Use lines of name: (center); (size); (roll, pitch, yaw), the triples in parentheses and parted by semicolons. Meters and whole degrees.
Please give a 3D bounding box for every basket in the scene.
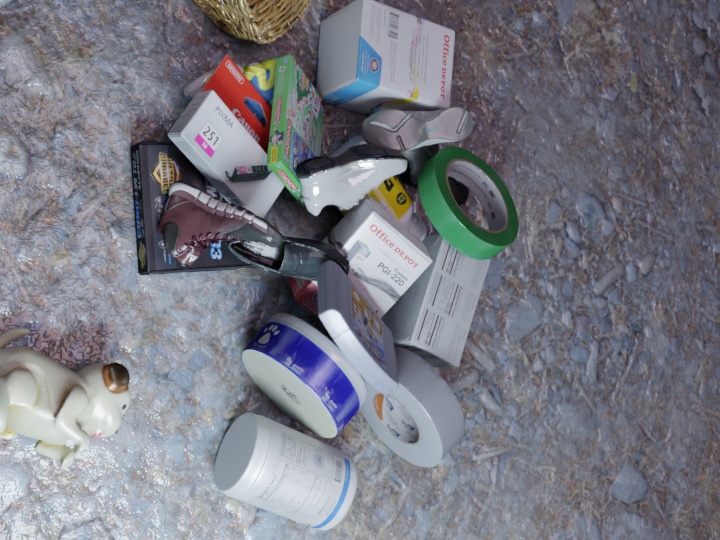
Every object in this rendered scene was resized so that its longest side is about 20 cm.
basket: (-0.174, -0.482, 1.588); (0.201, 0.147, 0.144); (-56, 146, -24)

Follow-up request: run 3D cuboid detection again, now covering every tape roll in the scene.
tape roll: (0.080, 0.228, 1.602); (0.066, 0.199, 0.202); (-37, 105, -31)
tape roll: (0.188, -0.117, 1.657); (0.198, 0.048, 0.203); (26, 44, -28)

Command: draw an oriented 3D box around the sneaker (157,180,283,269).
sneaker: (-0.215, -0.045, 1.420); (0.117, 0.198, 0.076); (-64, 160, -6)

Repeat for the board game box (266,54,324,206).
board game box: (-0.103, -0.226, 1.555); (0.135, 0.029, 0.203); (48, 40, -55)

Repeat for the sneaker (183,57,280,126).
sneaker: (-0.186, -0.279, 1.552); (0.198, 0.075, 0.107); (-22, 98, -34)

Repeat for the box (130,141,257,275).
box: (-0.256, -0.098, 1.505); (0.196, 0.049, 0.204); (-3, 87, -33)

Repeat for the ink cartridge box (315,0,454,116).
ink cartridge box: (0.043, -0.357, 1.667); (0.197, 0.145, 0.150); (11, 79, -32)

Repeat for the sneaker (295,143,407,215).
sneaker: (-0.013, -0.148, 1.542); (0.197, 0.074, 0.088); (-16, 120, -23)

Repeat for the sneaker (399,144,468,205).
sneaker: (0.123, -0.182, 1.754); (0.091, 0.076, 0.200); (-45, 121, 0)

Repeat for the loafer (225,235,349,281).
loafer: (-0.113, -0.019, 1.485); (0.197, 0.071, 0.069); (17, 112, -7)

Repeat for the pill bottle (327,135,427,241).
pill bottle: (0.022, -0.120, 1.650); (0.115, 0.114, 0.201); (-48, 111, -27)

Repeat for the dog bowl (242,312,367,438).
dog bowl: (-0.088, 0.165, 1.497); (0.079, 0.199, 0.201); (-48, 110, -25)

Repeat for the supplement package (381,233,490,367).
supplement package: (0.115, 0.056, 1.668); (0.110, 0.155, 0.203); (28, 70, -25)

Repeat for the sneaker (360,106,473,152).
sneaker: (0.090, -0.238, 1.632); (0.197, 0.080, 0.072); (-5, 94, -19)

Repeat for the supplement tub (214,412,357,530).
supplement tub: (-0.115, 0.317, 1.506); (0.198, 0.131, 0.134); (28, 71, -27)

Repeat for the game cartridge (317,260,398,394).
game cartridge: (-0.001, 0.094, 1.470); (0.201, 0.041, 0.134); (52, 16, -35)

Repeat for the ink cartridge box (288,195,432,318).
ink cartridge box: (0.000, 0.000, 1.584); (0.145, 0.085, 0.200); (37, 100, -24)

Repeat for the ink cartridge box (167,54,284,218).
ink cartridge box: (-0.182, -0.205, 1.491); (0.200, 0.043, 0.175); (49, 60, -35)

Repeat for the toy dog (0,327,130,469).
toy dog: (-0.420, 0.181, 1.334); (0.197, 0.140, 0.196); (8, 45, -31)
